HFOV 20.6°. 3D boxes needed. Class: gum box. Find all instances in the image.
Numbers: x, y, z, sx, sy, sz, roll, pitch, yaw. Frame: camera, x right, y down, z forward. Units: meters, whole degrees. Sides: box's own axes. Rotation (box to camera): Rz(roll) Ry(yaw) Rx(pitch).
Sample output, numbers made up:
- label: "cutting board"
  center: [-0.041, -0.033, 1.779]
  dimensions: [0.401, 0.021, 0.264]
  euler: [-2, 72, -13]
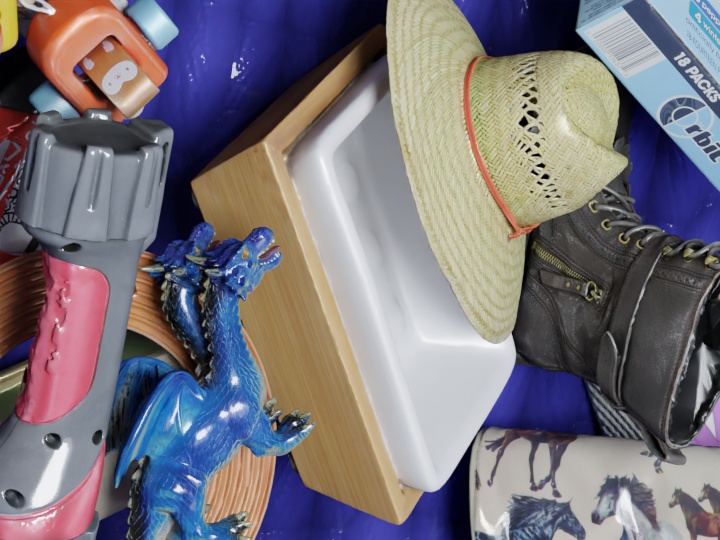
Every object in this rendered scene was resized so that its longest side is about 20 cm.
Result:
- label: "gum box"
  center: [0.186, -0.144, 1.047]
  dimensions: [0.170, 0.044, 0.201]
  euler: [42, 41, -29]

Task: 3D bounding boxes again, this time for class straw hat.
- label: "straw hat"
  center: [0.086, -0.066, 0.977]
  dimensions: [0.084, 0.201, 0.203]
  euler: [-13, 112, 18]

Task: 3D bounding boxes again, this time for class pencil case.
- label: "pencil case"
  center: [0.156, 0.136, 1.068]
  dimensions: [0.078, 0.198, 0.090]
  euler: [29, 65, -74]

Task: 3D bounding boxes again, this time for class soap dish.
- label: "soap dish"
  center: [0.000, 0.000, 0.976]
  dimensions: [0.157, 0.081, 0.201]
  euler: [-51, 127, -56]

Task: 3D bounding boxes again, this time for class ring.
- label: "ring"
  center: [-0.129, 0.087, 0.899]
  dimensions: [0.199, 0.019, 0.202]
  euler: [-7, 103, -29]

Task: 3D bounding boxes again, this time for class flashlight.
- label: "flashlight"
  center: [-0.128, 0.036, 0.813]
  dimensions: [0.067, 0.068, 0.202]
  euler: [12, 112, -1]

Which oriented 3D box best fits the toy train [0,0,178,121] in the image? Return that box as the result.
- label: "toy train"
  center: [-0.162, -0.055, 0.802]
  dimensions: [0.200, 0.056, 0.150]
  euler: [-40, 144, -6]

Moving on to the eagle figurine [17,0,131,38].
- label: "eagle figurine"
  center: [-0.211, -0.130, 0.841]
  dimensions: [0.200, 0.150, 0.153]
  euler: [-38, 127, -30]

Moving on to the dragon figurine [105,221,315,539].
- label: "dragon figurine"
  center: [-0.088, 0.074, 0.876]
  dimensions: [0.099, 0.059, 0.201]
  euler: [40, 78, -30]

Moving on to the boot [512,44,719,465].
- label: "boot"
  center: [0.148, -0.014, 1.037]
  dimensions: [0.069, 0.174, 0.202]
  euler: [9, 95, -31]

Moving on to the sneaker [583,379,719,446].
- label: "sneaker"
  center: [0.204, 0.107, 1.155]
  dimensions: [0.114, 0.072, 0.202]
  euler: [-23, 110, -28]

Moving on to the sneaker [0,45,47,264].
- label: "sneaker"
  center: [-0.182, 0.001, 0.911]
  dimensions: [0.202, 0.067, 0.108]
  euler: [-47, 116, -17]

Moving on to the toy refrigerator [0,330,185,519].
- label: "toy refrigerator"
  center: [-0.160, 0.085, 0.936]
  dimensions: [0.199, 0.076, 0.071]
  euler: [-24, 111, -24]
